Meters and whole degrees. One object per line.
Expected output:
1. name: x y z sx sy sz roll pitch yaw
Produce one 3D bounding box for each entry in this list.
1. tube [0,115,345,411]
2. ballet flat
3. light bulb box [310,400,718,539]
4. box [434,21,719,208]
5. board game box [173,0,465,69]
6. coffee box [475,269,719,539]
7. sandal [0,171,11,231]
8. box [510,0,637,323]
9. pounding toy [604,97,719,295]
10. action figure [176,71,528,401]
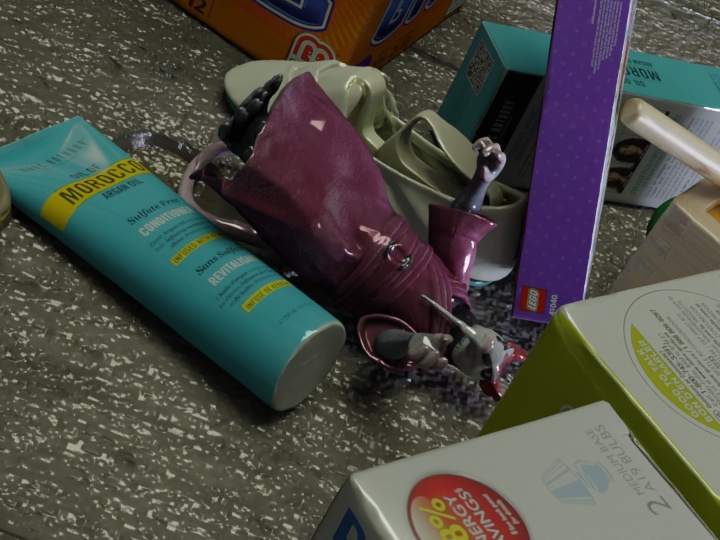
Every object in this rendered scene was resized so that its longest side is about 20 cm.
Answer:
1. tube: -0.096 -0.010 0.831 0.200 0.051 0.077 36 35 22
2. ballet flat: 0.014 -0.073 0.953 0.200 0.070 0.069 38 38 14
3. light bulb box: 0.056 0.187 0.559 0.124 0.201 0.199 -11 52 -40
4. box: 0.150 -0.089 1.043 0.199 0.083 0.049 7 40 -25
5. board game box: -0.018 -0.263 1.046 0.199 0.200 0.200 35 37 9
6. coffee box: 0.155 0.135 0.682 0.197 0.200 0.200 -11 51 -40
7. sandal: -0.228 -0.088 0.821 0.080 0.054 0.200 -12 51 -28
8. box: 0.116 -0.088 0.901 0.039 0.201 0.137 10 20 9
9. pounding toy: 0.223 0.000 0.926 0.200 0.143 0.184 43 39 15
10. action figure: 0.000 0.000 0.852 0.200 0.149 0.134 46 49 -7
